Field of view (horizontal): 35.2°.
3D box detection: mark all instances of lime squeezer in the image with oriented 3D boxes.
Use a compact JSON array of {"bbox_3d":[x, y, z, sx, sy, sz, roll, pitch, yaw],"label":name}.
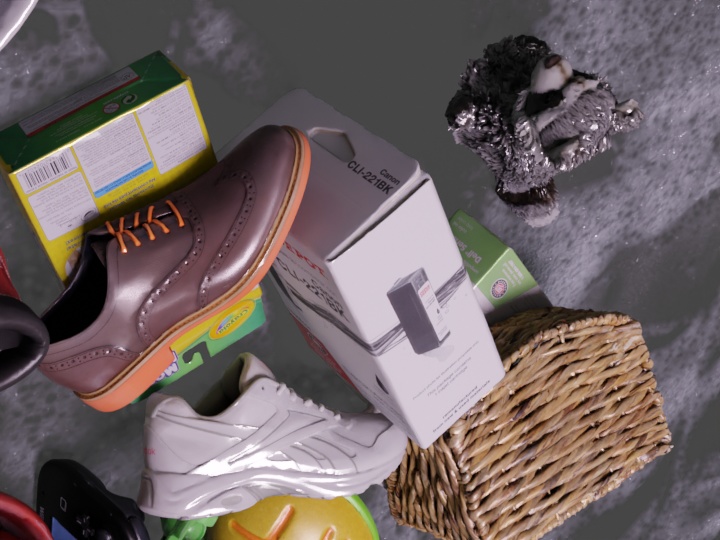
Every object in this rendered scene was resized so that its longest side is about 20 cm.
[{"bbox_3d":[-0.130,0.191,0.811,0.037,0.071,0.200,23,152,-9],"label":"lime squeezer"}]

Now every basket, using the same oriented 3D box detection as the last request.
[{"bbox_3d":[0.113,0.108,0.879,0.198,0.148,0.144,-26,103,-25],"label":"basket"}]

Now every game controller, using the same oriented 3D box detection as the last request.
[{"bbox_3d":[-0.190,0.225,0.783,0.042,0.103,0.202,-32,140,-52],"label":"game controller"}]

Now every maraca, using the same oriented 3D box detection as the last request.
[{"bbox_3d":[-0.061,0.191,0.865,0.135,0.107,0.202,-17,120,9],"label":"maraca"}]

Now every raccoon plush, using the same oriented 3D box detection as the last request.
[{"bbox_3d":[0.151,-0.084,0.812,0.097,0.134,0.200,-48,138,-1],"label":"raccoon plush"}]

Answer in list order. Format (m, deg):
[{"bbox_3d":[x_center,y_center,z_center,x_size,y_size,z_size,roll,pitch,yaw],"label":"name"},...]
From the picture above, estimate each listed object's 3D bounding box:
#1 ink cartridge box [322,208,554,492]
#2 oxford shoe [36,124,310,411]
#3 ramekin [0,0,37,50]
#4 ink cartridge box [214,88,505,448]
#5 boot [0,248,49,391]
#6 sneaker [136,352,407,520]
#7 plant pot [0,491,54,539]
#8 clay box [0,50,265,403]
[{"bbox_3d":[0.052,0.066,0.892,0.200,0.067,0.117,-47,139,-2],"label":"ink cartridge box"},{"bbox_3d":[-0.107,-0.010,0.634,0.200,0.071,0.072,-50,134,2],"label":"oxford shoe"},{"bbox_3d":[-0.231,-0.170,0.458,0.198,0.105,0.202,-22,131,-27],"label":"ramekin"},{"bbox_3d":[0.000,0.000,0.740,0.084,0.144,0.201,-39,137,-14],"label":"ink cartridge box"},{"bbox_3d":[-0.260,0.023,0.547,0.198,0.144,0.073,-8,127,-33],"label":"boot"},{"bbox_3d":[-0.053,0.103,0.758,0.198,0.078,0.101,-4,92,-33],"label":"sneaker"},{"bbox_3d":[-0.250,0.248,0.683,0.198,0.183,0.203,-16,128,-21],"label":"plant pot"},{"bbox_3d":[-0.133,-0.018,0.692,0.114,0.048,0.202,-31,136,-18],"label":"clay box"}]
